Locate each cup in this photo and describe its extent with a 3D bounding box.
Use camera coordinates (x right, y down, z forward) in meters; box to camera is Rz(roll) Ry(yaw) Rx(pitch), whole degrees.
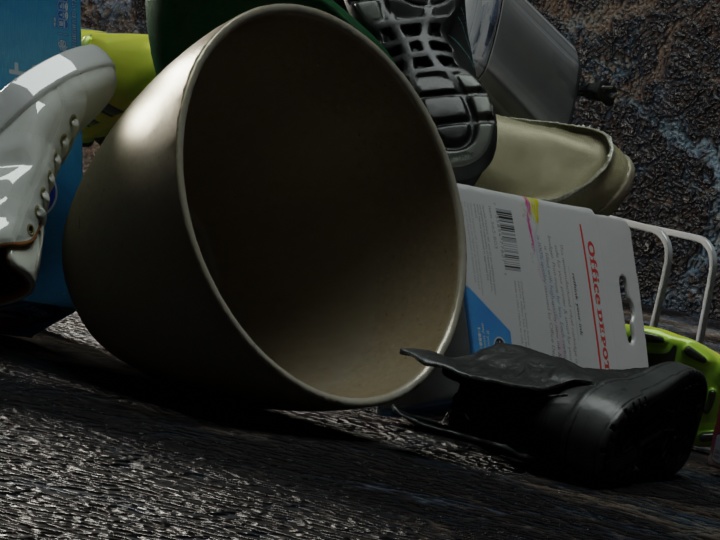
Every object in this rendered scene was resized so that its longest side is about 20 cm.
[{"bbox_3d":[-0.065,-0.015,1.277,0.143,0.201,0.200,-19,-18,40],"label":"cup"}]

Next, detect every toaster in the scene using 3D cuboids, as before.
[{"bbox_3d":[0.046,-0.123,1.611,0.200,0.114,0.129,-1,-25,33],"label":"toaster"}]

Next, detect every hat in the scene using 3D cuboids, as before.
[{"bbox_3d":[-0.086,-0.065,1.364,0.200,0.176,0.166,36,-11,-31],"label":"hat"}]

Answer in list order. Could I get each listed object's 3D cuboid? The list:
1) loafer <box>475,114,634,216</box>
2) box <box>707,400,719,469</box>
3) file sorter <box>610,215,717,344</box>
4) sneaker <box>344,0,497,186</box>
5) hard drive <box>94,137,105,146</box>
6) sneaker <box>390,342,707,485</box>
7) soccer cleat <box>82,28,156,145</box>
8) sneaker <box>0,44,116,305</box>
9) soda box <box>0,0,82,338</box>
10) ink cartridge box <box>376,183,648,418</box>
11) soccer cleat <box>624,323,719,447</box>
[{"bbox_3d":[0.061,-0.065,1.515,0.200,0.076,0.068,2,-41,19],"label":"loafer"},{"bbox_3d":[0.294,0.082,1.350,0.100,0.096,0.200,10,3,-43],"label":"box"},{"bbox_3d":[0.122,0.017,1.715,0.200,0.125,0.139,10,4,-36],"label":"file sorter"},{"bbox_3d":[0.029,-0.118,1.464,0.075,0.200,0.079,-5,-33,-5],"label":"sneaker"},{"bbox_3d":[-0.061,-0.043,1.560,0.140,0.038,0.200,-10,52,-50],"label":"hard drive"},{"bbox_3d":[0.099,0.066,1.282,0.104,0.060,0.200,17,8,23],"label":"sneaker"},{"bbox_3d":[-0.192,-0.122,1.502,0.200,0.065,0.084,4,-36,38],"label":"soccer cleat"},{"bbox_3d":[-0.176,-0.031,1.282,0.085,0.200,0.073,40,-32,7],"label":"sneaker"},{"bbox_3d":[-0.192,-0.070,1.379,0.068,0.200,0.064,8,-21,-32],"label":"soda box"},{"bbox_3d":[0.082,0.022,1.412,0.068,0.115,0.200,-13,-11,32],"label":"ink cartridge box"},{"bbox_3d":[0.145,0.061,1.542,0.200,0.065,0.084,11,0,14],"label":"soccer cleat"}]
